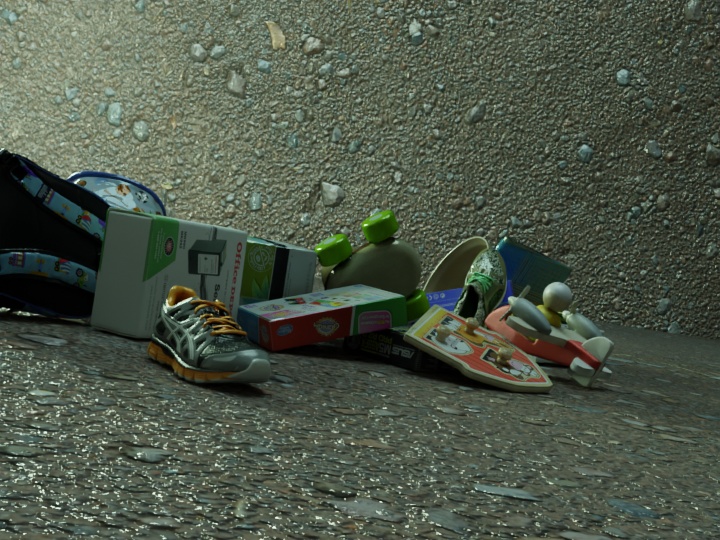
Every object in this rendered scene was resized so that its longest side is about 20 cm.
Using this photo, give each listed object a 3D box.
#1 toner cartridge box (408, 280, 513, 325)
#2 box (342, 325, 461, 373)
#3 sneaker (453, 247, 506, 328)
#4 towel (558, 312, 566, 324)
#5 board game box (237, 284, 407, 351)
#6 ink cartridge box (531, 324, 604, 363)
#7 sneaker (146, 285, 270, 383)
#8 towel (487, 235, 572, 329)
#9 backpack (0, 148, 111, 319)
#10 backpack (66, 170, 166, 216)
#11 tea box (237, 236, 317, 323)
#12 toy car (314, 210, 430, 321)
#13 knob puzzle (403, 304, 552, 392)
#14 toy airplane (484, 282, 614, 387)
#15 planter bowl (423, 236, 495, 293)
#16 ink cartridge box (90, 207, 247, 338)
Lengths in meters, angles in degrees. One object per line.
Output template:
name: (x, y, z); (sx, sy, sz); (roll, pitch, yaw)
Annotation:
toner cartridge box: (0.175, 0.069, 1.783); (0.196, 0.044, 0.095); (-10, -24, 7)
box: (0.098, 0.111, 1.440); (0.198, 0.045, 0.159); (7, 3, -42)
sneaker: (0.200, 0.038, 1.683); (0.076, 0.202, 0.089); (15, -30, 13)
towel: (0.385, 0.121, 1.948); (0.141, 0.023, 0.200); (12, -19, 29)
board game box: (-0.056, 0.062, 1.378); (0.197, 0.041, 0.153); (-10, 9, -22)
ink cartridge box: (0.317, 0.124, 1.759); (0.197, 0.069, 0.115); (8, -1, -32)
sneaker: (-0.154, 0.066, 0.999); (0.077, 0.079, 0.198); (10, 2, -41)
towel: (0.274, 0.044, 1.831); (0.145, 0.202, 0.022); (24, 28, -12)
backpack: (-0.404, -0.030, 1.246); (0.198, 0.186, 0.133); (25, -26, -38)
backpack: (-0.354, -0.047, 1.413); (0.196, 0.156, 0.192); (9, -40, -10)
tea box: (-0.193, 0.014, 1.532); (0.193, 0.136, 0.199); (8, 3, -22)
toy car: (0.000, 0.000, 1.587); (0.156, 0.167, 0.200); (-26, 15, -10)
knob puzzle: (0.170, 0.103, 1.342); (0.216, 0.031, 0.220); (21, 16, -7)
toy airplane: (0.296, 0.090, 1.507); (0.195, 0.144, 0.200); (14, -2, -1)
planter bowl: (0.227, 0.055, 1.961); (0.134, 0.202, 0.200); (35, -8, -19)
ink cartridge box: (-0.237, 0.007, 1.275); (0.083, 0.149, 0.199); (9, 2, 28)
